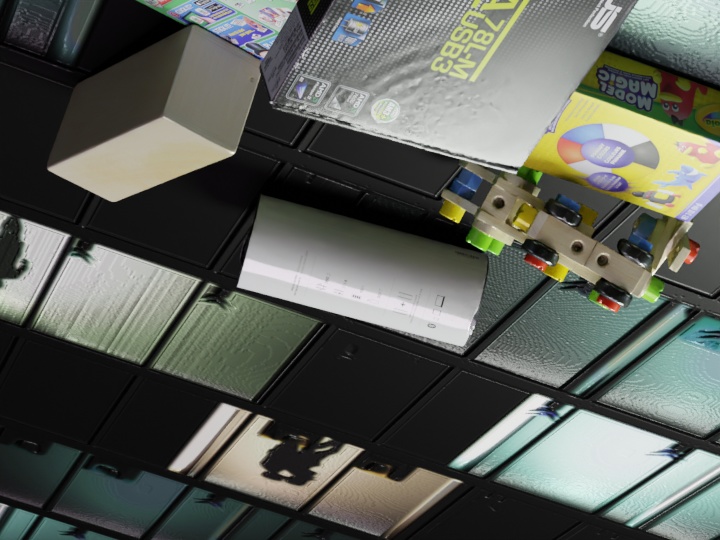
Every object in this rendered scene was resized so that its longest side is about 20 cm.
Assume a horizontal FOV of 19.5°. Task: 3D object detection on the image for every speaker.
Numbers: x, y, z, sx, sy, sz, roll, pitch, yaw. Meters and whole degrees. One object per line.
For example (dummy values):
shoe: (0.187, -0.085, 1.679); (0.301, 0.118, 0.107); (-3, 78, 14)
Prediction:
speaker: (0.000, 0.000, 1.722); (0.199, 0.082, 0.081); (14, 153, -4)

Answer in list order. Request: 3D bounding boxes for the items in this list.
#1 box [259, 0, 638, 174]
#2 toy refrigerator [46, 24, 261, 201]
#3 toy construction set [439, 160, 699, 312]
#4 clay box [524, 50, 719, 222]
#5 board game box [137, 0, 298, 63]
box: (0.065, -0.163, 1.294); (0.192, 0.048, 0.200); (15, 127, -29)
toy refrigerator: (-0.152, -0.112, 1.549); (0.070, 0.076, 0.200); (27, 158, -27)
toy construction set: (0.160, -0.026, 1.569); (0.199, 0.093, 0.131); (14, -176, -5)
clay box: (0.169, -0.105, 1.486); (0.199, 0.048, 0.115); (17, 152, -10)
board game box: (-0.060, -0.183, 1.401); (0.134, 0.029, 0.200); (27, 165, -23)
